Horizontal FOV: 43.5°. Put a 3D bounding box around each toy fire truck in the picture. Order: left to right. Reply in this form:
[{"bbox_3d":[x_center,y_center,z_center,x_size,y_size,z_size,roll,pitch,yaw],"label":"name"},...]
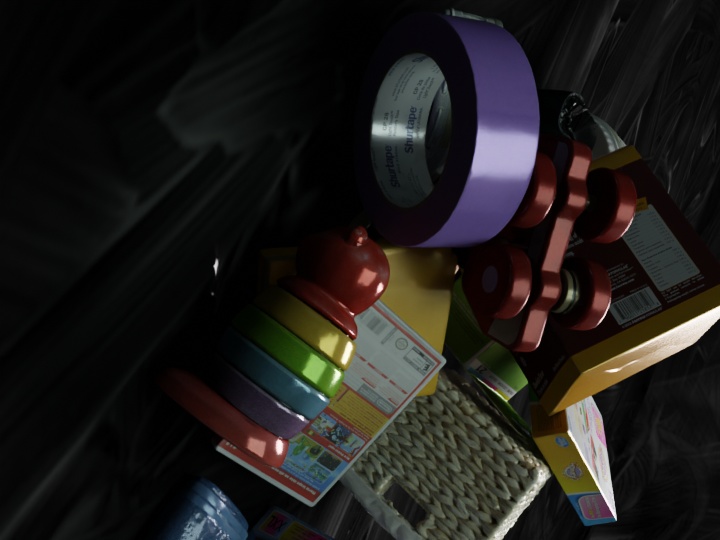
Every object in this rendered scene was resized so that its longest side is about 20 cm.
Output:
[{"bbox_3d":[0.149,-0.035,0.837,0.112,0.168,0.200,8,102,-24],"label":"toy fire truck"}]

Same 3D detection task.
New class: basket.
[{"bbox_3d":[0.103,0.228,1.040,0.161,0.198,0.200,-50,160,4],"label":"basket"}]

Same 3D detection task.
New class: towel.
[{"bbox_3d":[-0.177,0.288,0.799,0.200,0.048,0.112,-54,148,-25],"label":"towel"}]

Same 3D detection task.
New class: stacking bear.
[{"bbox_3d":[-0.053,0.051,0.752,0.200,0.114,0.121,-54,149,-6],"label":"stacking bear"}]

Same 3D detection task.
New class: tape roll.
[{"bbox_3d":[0.068,-0.120,0.791,0.066,0.200,0.201,-1,112,-28],"label":"tape roll"}]

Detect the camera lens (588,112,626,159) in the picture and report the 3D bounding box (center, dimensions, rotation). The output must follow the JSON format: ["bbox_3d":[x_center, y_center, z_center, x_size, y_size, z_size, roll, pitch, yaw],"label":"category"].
[{"bbox_3d":[0.289,-0.126,1.223,0.200,0.160,0.160,13,97,-62],"label":"camera lens"}]

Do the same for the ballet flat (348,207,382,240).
[{"bbox_3d":[0.000,0.000,0.910,0.071,0.069,0.200,16,94,-45],"label":"ballet flat"}]

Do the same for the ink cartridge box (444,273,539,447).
[{"bbox_3d":[0.180,0.117,1.091,0.076,0.200,0.148,-43,144,6],"label":"ink cartridge box"}]

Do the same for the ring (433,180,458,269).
[{"bbox_3d":[0.077,-0.024,1.050,0.200,0.019,0.201,-41,147,-34],"label":"ring"}]

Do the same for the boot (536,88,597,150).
[{"bbox_3d":[0.177,-0.142,1.007,0.077,0.168,0.200,-61,151,-16],"label":"boot"}]

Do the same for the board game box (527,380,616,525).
[{"bbox_3d":[0.249,0.185,1.066,0.200,0.040,0.153,56,27,-38],"label":"board game box"}]

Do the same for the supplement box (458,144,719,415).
[{"bbox_3d":[0.244,0.010,0.962,0.197,0.200,0.133,-23,157,-13],"label":"supplement box"}]

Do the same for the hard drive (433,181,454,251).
[{"bbox_3d":[0.075,-0.006,0.963,0.135,0.042,0.200,-49,157,-59],"label":"hard drive"}]

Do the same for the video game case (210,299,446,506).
[{"bbox_3d":[-0.026,0.122,0.858,0.200,0.017,0.143,-47,127,1],"label":"video game case"}]

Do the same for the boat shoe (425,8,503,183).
[{"bbox_3d":[0.077,-0.168,0.907,0.075,0.065,0.202,-88,-162,-45],"label":"boat shoe"}]

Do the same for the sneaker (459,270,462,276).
[{"bbox_3d":[0.191,0.038,1.254,0.093,0.070,0.200,-42,140,-31],"label":"sneaker"}]

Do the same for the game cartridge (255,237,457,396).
[{"bbox_3d":[-0.007,0.054,0.864,0.200,0.032,0.177,-6,118,-28],"label":"game cartridge"}]

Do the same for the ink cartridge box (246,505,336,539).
[{"bbox_3d":[-0.094,0.350,0.892,0.200,0.136,0.076,-46,142,-38],"label":"ink cartridge box"}]
